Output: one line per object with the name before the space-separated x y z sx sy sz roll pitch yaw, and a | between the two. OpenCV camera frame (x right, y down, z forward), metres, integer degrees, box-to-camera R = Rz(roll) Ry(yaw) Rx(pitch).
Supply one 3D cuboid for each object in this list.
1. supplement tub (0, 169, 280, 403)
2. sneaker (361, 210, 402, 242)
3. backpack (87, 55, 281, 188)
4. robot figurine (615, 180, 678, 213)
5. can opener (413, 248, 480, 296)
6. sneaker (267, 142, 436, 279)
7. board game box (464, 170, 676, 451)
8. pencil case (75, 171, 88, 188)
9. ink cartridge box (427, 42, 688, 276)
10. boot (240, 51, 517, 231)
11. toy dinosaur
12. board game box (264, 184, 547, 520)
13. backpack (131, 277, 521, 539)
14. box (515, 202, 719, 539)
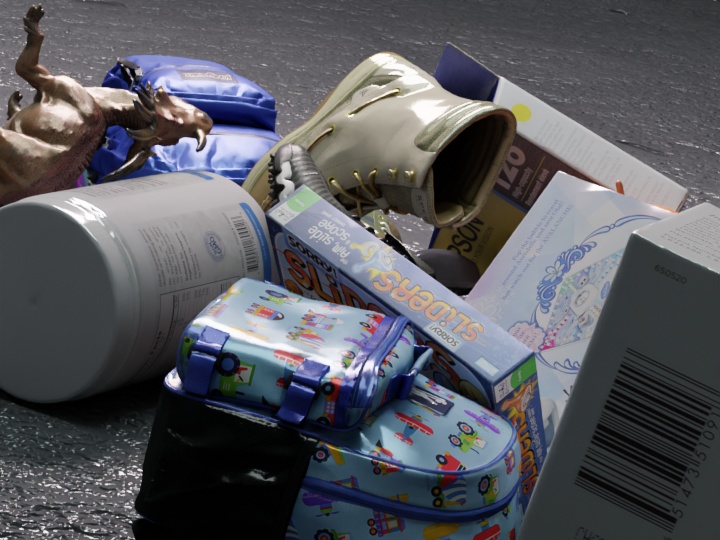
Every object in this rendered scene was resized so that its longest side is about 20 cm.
supplement tub | -0.152 0.007 1.716 0.132 0.132 0.200 17 15 27
sneaker | 0.001 -0.020 2.062 0.090 0.067 0.200 -6 17 -34
backpack | -0.129 -0.064 1.953 0.162 0.168 0.200 -3 19 -21
robot figurine | 0.206 0.040 1.774 0.117 0.200 0.144 -46 7 -38
can opener | -0.003 0.020 1.884 0.199 0.067 0.053 1 -17 -29
sneaker | 0.000 0.000 1.756 0.090 0.201 0.067 -16 -24 -9
board game box | 0.146 0.050 1.653 0.199 0.200 0.043 24 -19 42
pencil case | -0.287 -0.047 1.848 0.199 0.093 0.085 -6 47 -7
ink cartridge box | 0.114 -0.045 1.909 0.200 0.198 0.047 31 58 5
boot | 0.005 -0.053 1.827 0.072 0.200 0.155 47 -10 -37
toy dinosaur | -0.202 -0.079 1.760 0.135 0.200 0.086 38 -18 21
board game box | 0.029 0.050 1.584 0.034 0.136 0.200 -37 51 -23
backpack | -0.002 0.099 1.450 0.199 0.135 0.183 16 16 13
box | 0.216 0.097 1.415 0.200 0.200 0.131 25 18 20
